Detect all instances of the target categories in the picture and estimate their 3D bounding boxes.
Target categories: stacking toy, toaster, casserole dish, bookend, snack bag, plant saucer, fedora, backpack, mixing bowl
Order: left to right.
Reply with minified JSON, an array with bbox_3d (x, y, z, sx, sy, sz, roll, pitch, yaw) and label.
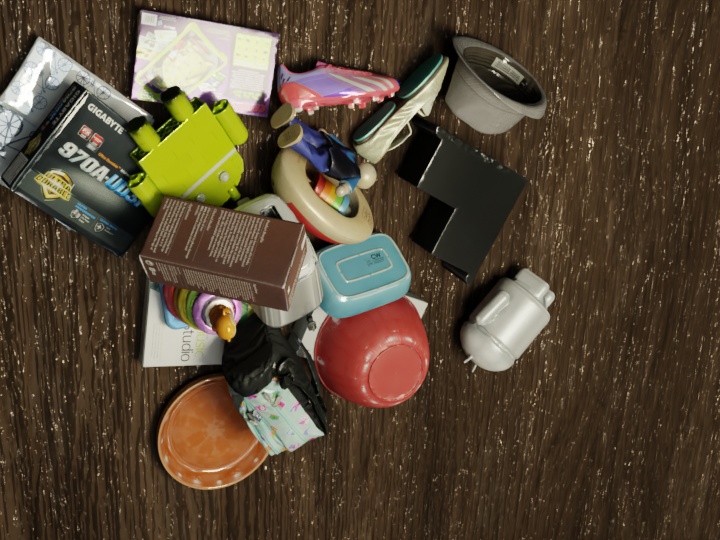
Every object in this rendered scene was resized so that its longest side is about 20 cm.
[{"bbox_3d":[-0.407,-0.177,1.183,0.188,0.021,0.201,35,91,-32],"label":"snack bag"},{"bbox_3d":[-0.207,0.048,1.217,0.108,0.200,0.118,-14,111,-21],"label":"stacking toy"},{"bbox_3d":[-0.232,0.258,1.420,0.198,0.032,0.203,-8,111,-23],"label":"plant saucer"},{"bbox_3d":[-0.125,-0.012,1.267,0.113,0.201,0.130,-26,155,-13],"label":"toaster"},{"bbox_3d":[-0.131,0.183,1.345,0.125,0.168,0.201,-23,124,7],"label":"backpack"},{"bbox_3d":[0.000,0.000,1.376,0.198,0.122,0.039,-17,159,-35],"label":"casserole dish"},{"bbox_3d":[0.034,0.142,1.405,0.198,0.108,0.203,-8,112,-21],"label":"mixing bowl"},{"bbox_3d":[0.134,-0.112,1.427,0.197,0.092,0.202,24,99,-29],"label":"bookend"},{"bbox_3d":[0.197,-0.277,1.372,0.199,0.178,0.091,-10,147,-49],"label":"fedora"}]

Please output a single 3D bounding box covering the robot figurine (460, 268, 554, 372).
[{"bbox_3d":[0.254,0.094,1.547,0.200,0.113,0.170,-49,140,-3],"label":"robot figurine"}]

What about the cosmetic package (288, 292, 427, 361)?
[{"bbox_3d":[-0.004,0.088,1.457,0.198,0.052,0.152,20,97,-30],"label":"cosmetic package"}]

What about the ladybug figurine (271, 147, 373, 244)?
[{"bbox_3d":[-0.061,-0.106,1.326,0.072,0.137,0.200,-31,123,33],"label":"ladybug figurine"}]

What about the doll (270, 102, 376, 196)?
[{"bbox_3d":[-0.045,-0.165,1.281,0.048,0.138,0.199,-36,145,22],"label":"doll"}]

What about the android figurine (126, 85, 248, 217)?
[{"bbox_3d":[-0.234,-0.151,1.212,0.182,0.041,0.201,-43,136,-14],"label":"android figurine"}]

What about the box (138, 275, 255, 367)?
[{"bbox_3d":[-0.234,0.074,1.349,0.198,0.036,0.146,0,108,-27],"label":"box"}]

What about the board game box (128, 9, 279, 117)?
[{"bbox_3d":[-0.218,-0.288,1.230,0.198,0.032,0.122,4,103,-26],"label":"board game box"}]

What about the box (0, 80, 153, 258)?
[{"bbox_3d":[-0.352,-0.130,1.179,0.160,0.046,0.200,-52,139,-3],"label":"box"}]

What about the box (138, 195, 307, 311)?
[{"bbox_3d":[-0.177,-0.023,1.159,0.075,0.197,0.101,87,17,-60],"label":"box"}]

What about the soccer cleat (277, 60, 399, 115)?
[{"bbox_3d":[-0.031,-0.279,1.306,0.198,0.067,0.078,-14,93,-25],"label":"soccer cleat"}]

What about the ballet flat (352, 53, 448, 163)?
[{"bbox_3d":[0.071,-0.249,1.364,0.200,0.068,0.062,-43,120,5],"label":"ballet flat"}]
